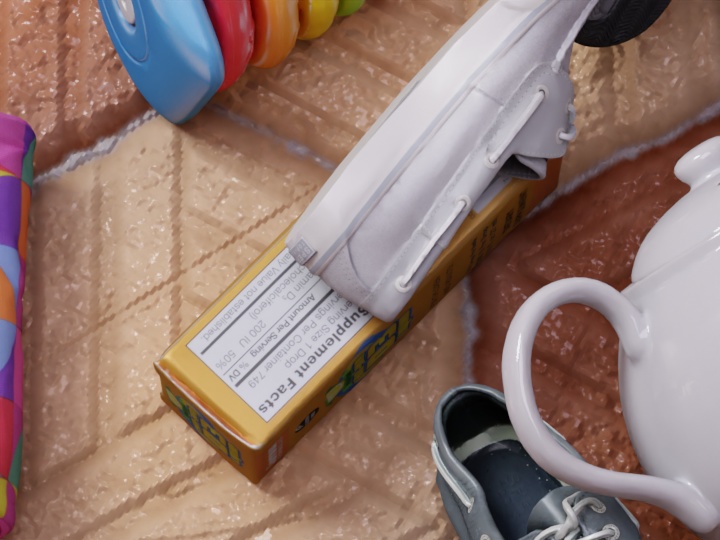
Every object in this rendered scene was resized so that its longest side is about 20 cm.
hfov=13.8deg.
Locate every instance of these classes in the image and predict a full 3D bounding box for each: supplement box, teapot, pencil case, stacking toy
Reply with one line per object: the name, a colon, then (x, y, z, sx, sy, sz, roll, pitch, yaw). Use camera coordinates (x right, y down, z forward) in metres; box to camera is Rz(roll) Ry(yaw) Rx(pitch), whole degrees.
supplement box: (0.000, 0.000, 1.314, 0.200, 0.067, 0.069, -43, 77, -12)
teapot: (0.175, 0.012, 1.229, 0.197, 0.200, 0.146, -35, 89, 20)
pencil case: (-0.187, 0.026, 1.300, 0.088, 0.088, 0.200, 2, 70, 2)
stacking toy: (-0.018, -0.153, 1.358, 0.200, 0.110, 0.116, -20, 87, -17)

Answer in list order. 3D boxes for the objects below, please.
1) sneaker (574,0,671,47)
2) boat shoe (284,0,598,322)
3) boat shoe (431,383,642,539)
sneaker: (0.104, -0.201, 1.374, 0.075, 0.115, 0.200, 12, 88, -30)
boat shoe: (0.054, -0.064, 1.269, 0.069, 0.072, 0.200, 42, 72, -5)
boat shoe: (0.079, 0.116, 1.222, 0.073, 0.062, 0.200, -29, 37, -4)
